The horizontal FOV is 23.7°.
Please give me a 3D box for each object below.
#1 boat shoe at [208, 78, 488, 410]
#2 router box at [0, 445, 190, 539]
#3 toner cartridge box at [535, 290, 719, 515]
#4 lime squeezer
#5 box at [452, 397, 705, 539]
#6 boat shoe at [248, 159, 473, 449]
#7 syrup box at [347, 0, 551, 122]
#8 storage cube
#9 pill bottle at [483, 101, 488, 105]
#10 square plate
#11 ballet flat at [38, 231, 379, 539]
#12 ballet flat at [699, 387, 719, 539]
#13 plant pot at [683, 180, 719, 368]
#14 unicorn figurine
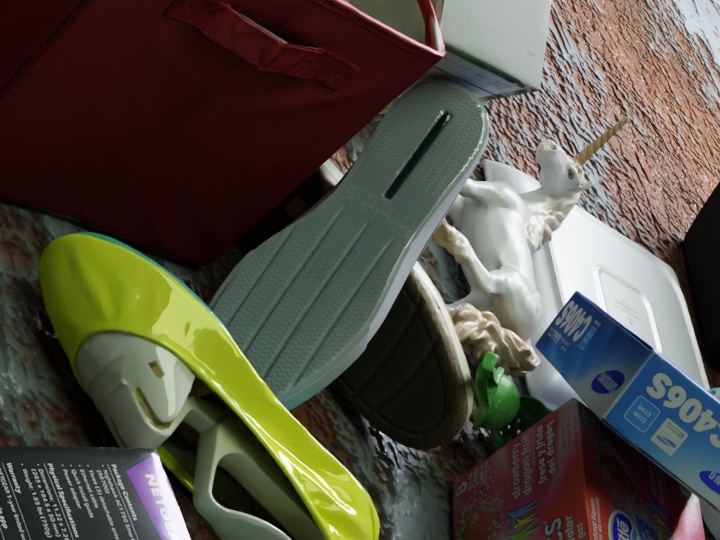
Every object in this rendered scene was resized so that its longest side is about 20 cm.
[{"bbox_3d":[-0.004,-0.002,0.822,0.072,0.200,0.062,38,-14,16],"label":"boat shoe"},{"bbox_3d":[-0.155,0.114,0.437,0.148,0.200,0.051,7,50,-50],"label":"router box"},{"bbox_3d":[0.153,0.068,0.892,0.095,0.043,0.200,37,4,-6],"label":"toner cartridge box"},{"bbox_3d":[0.088,0.084,0.925,0.070,0.038,0.200,38,-3,43],"label":"lime squeezer"},{"bbox_3d":[0.109,0.177,0.831,0.099,0.095,0.201,36,34,-26],"label":"box"},{"bbox_3d":[0.000,0.000,0.901,0.201,0.071,0.076,59,16,8],"label":"boat shoe"},{"bbox_3d":[-0.001,-0.127,0.886,0.078,0.199,0.083,19,74,-41],"label":"syrup box"},{"bbox_3d":[-0.095,-0.138,0.799,0.170,0.179,0.202,18,43,-43],"label":"storage cube"},{"bbox_3d":[0.003,-0.183,1.039,0.199,0.116,0.117,35,35,-27],"label":"pill bottle"},{"bbox_3d":[0.168,0.035,1.124,0.199,0.028,0.200,28,38,-34],"label":"square plate"},{"bbox_3d":[-0.068,0.068,0.737,0.200,0.067,0.067,46,35,-14],"label":"ballet flat"},{"bbox_3d":[0.255,0.169,1.074,0.201,0.074,0.074,56,30,-6],"label":"ballet flat"},{"bbox_3d":[0.354,0.003,1.261,0.199,0.177,0.201,32,36,-28],"label":"plant pot"},{"bbox_3d":[0.081,-0.023,1.030,0.137,0.074,0.202,26,60,-32],"label":"unicorn figurine"}]
